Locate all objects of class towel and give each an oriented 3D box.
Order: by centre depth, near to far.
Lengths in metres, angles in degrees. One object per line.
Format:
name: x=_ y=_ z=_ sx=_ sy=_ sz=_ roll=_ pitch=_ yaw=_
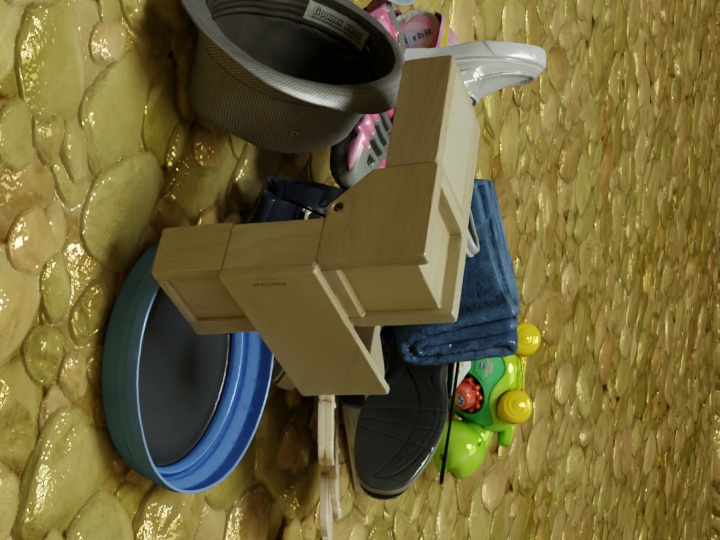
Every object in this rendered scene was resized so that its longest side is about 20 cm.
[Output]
towel: x=0.076 y=-0.005 z=1.199 sx=0.201 sy=0.111 sz=0.049 roll=-95 pitch=174 yaw=-48

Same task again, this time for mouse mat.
mouse mat: x=0.091 y=0.093 z=1.292 sx=0.200 sy=0.007 sz=0.162 roll=-63 pitch=160 yaw=-74

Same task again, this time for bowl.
bowl: x=-0.129 y=0.067 z=1.045 sx=0.200 sy=0.039 sz=0.202 roll=5 pitch=90 yaw=-65

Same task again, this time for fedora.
fedora: x=-0.063 y=-0.152 z=1.048 sx=0.199 sy=0.177 sz=0.091 roll=-7 pitch=138 yaw=-43

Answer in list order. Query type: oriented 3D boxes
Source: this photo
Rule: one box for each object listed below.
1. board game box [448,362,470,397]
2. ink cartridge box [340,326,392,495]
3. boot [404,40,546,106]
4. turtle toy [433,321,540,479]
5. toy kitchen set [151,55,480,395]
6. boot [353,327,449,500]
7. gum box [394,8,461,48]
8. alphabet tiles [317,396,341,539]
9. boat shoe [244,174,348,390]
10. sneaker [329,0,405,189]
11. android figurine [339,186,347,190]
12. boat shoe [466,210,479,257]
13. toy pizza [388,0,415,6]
board game box: x=0.078 y=0.040 z=1.360 sx=0.135 sy=0.034 sz=0.201 roll=-48 pitch=145 yaw=-54
ink cartridge box: x=0.036 y=0.090 z=1.394 sx=0.200 sy=0.047 sz=0.199 roll=-61 pitch=150 yaw=-46
boot: x=0.078 y=-0.154 z=1.267 sx=0.074 sy=0.198 sz=0.096 roll=109 pitch=-25 yaw=-79
turtle toy: x=0.135 y=0.137 z=1.552 sx=0.146 sy=0.100 sz=0.202 roll=122 pitch=-22 yaw=-80
toy kitchen set: x=-0.014 y=-0.026 z=1.009 sx=0.164 sy=0.198 sz=0.181 roll=62 pitch=31 yaw=-50
boot: x=0.039 y=0.152 z=1.225 sx=0.154 sy=0.073 sz=0.204 roll=95 pitch=9 yaw=-45
gum box: x=0.053 y=-0.149 z=1.361 sx=0.114 sy=0.066 sz=0.201 roll=46 pitch=54 yaw=-61
alphabet tiles: x=-0.027 y=0.147 z=1.216 sx=0.200 sy=0.014 sz=0.197 roll=88 pitch=2 yaw=-64
boat shoe: x=-0.066 y=0.008 z=1.147 sx=0.075 sy=0.092 sz=0.201 roll=-86 pitch=-164 yaw=-59
sneaker: x=-0.017 y=-0.148 z=1.169 sx=0.079 sy=0.095 sz=0.201 roll=71 pitch=20 yaw=-50
android figurine: x=0.000 y=0.000 z=1.209 sx=0.201 sy=0.041 sz=0.183 roll=-98 pitch=-164 yaw=-56
boat shoe: x=0.070 y=-0.093 z=1.159 sx=0.075 sy=0.064 sz=0.203 roll=53 pitch=34 yaw=-48
toy pizza: x=-0.008 y=-0.316 z=1.178 sx=0.200 sy=0.032 sz=0.201 roll=42 pitch=35 yaw=-40
